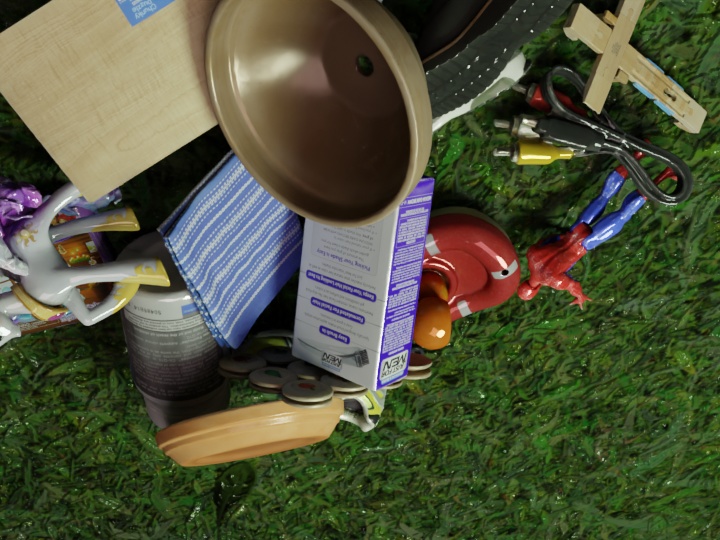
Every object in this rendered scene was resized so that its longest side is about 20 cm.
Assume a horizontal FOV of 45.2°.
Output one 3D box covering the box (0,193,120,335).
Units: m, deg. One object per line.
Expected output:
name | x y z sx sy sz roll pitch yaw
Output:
box | -0.353 0.002 0.888 0.197 0.039 0.138 -13 128 4

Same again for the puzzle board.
puzzle board | -0.181 -0.165 0.697 0.198 0.017 0.152 -32 123 1

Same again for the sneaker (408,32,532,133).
sneaker | 0.053 -0.170 0.792 0.198 0.077 0.089 -29 99 16

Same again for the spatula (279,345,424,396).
spatula | -0.009 0.111 0.983 0.197 0.057 0.021 -9 158 -27

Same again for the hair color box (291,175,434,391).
hair color box | 0.000 0.000 0.836 0.064 0.108 0.203 -13 116 -52

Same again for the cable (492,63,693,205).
cable | 0.227 -0.129 0.827 0.197 0.050 0.099 17 92 -10

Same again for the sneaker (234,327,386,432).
sneaker | -0.058 0.126 0.998 0.197 0.077 0.076 16 128 -15

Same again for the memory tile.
memory tile | -0.034 0.099 0.901 0.198 0.152 0.017 -7 106 -45

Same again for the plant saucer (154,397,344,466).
plant saucer | -0.111 0.170 0.897 0.197 0.038 0.200 -11 165 -3

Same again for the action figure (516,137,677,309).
action figure | 0.247 -0.035 0.906 0.200 0.066 0.099 -44 149 12

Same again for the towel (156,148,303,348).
towel | -0.108 -0.025 0.816 0.024 0.145 0.201 27 155 25

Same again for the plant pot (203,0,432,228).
plant pot | -0.018 -0.143 0.674 0.199 0.093 0.203 22 133 25

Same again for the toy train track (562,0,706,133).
toy train track | 0.252 -0.184 0.806 0.198 0.032 0.116 26 86 -31

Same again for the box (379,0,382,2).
box | -0.100 -0.212 0.737 0.197 0.050 0.159 18 125 -20

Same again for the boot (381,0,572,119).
boot | 0.075 -0.226 0.716 0.199 0.140 0.077 -34 155 34

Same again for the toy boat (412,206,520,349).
toy boat | 0.071 0.027 0.897 0.198 0.132 0.131 -24 128 13

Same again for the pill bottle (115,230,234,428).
pill bottle | -0.191 0.069 0.911 0.112 0.115 0.202 -2 128 -5

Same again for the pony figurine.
pony figurine | -0.294 -0.021 0.762 0.198 0.195 0.166 -25 177 -17
